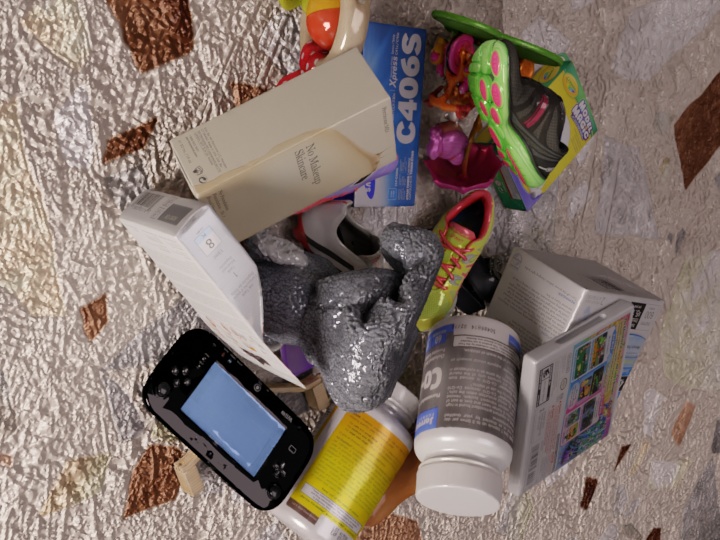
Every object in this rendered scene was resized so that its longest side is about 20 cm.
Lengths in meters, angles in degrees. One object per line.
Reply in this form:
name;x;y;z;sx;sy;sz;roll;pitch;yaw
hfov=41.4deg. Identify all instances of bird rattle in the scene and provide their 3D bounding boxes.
bird rattle;-0.039;-0.243;0.955;0.111;0.163;0.204;12;82;-22

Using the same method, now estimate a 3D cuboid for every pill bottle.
pill bottle;-0.012;0.218;1.097;0.109;0.108;0.201;47;70;-35
pill bottle;0.120;0.164;1.076;0.113;0.112;0.203;38;49;-38

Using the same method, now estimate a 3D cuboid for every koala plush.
koala plush;-0.041;0.037;0.972;0.185;0.197;0.179;-58;168;-50

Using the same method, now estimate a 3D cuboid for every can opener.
can opener;0.185;0.034;1.263;0.199;0.078;0.064;32;42;-43

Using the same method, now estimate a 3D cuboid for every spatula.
spatula;-0.018;0.076;1.119;0.198;0.020;0.058;-14;104;-38

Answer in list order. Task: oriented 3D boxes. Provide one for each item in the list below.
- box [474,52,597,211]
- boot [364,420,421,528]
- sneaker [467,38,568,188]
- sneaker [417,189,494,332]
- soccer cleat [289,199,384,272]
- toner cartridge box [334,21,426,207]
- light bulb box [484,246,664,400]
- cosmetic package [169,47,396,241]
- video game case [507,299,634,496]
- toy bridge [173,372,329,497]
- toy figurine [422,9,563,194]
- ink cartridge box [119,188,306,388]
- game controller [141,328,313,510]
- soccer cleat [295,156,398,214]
box;0.244;-0.188;1.265;0.200;0.048;0.118;-48;126;-23
boot;0.088;0.246;1.156;0.201;0.154;0.074;-52;127;-18
sneaker;0.177;-0.181;1.041;0.083;0.077;0.201;-38;137;-4
sneaker;0.103;-0.019;1.142;0.202;0.077;0.091;-60;173;-23
soccer cleat;0.000;0.000;1.069;0.201;0.084;0.069;57;42;-30
toner cartridge box;0.022;-0.176;1.085;0.094;0.043;0.204;-5;102;-38
light bulb box;0.255;0.094;1.222;0.196;0.124;0.203;6;111;-44
cosmetic package;-0.069;-0.114;0.901;0.197;0.074;0.104;-28;152;-7
video game case;0.252;0.153;1.141;0.180;0.024;0.203;-23;128;-34
toy bridge;-0.119;0.164;1.050;0.198;0.027;0.068;-31;116;-30
toy figurine;0.126;-0.184;1.111;0.198;0.149;0.187;6;105;-53
ink cartridge box;-0.131;0.015;0.911;0.047;0.159;0.201;-47;119;-17
game controller;-0.135;0.156;0.996;0.200;0.042;0.105;47;68;-19
soccer cleat;-0.054;-0.094;1.005;0.196;0.067;0.078;-7;102;-20
